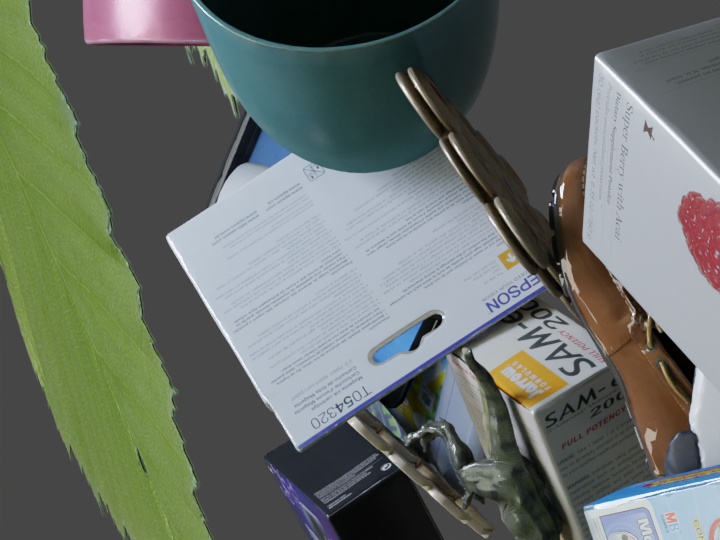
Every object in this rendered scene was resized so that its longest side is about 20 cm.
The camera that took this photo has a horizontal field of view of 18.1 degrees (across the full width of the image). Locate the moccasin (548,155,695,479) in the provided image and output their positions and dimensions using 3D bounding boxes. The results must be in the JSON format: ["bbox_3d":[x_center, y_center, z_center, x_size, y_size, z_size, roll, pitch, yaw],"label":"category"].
[{"bbox_3d":[0.169,0.027,1.294,0.078,0.074,0.202,-23,88,31],"label":"moccasin"}]

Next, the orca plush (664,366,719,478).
[{"bbox_3d":[0.238,0.123,1.246,0.105,0.071,0.200,-31,81,25],"label":"orca plush"}]

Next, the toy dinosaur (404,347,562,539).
[{"bbox_3d":[0.079,0.123,1.375,0.088,0.047,0.200,10,129,53],"label":"toy dinosaur"}]

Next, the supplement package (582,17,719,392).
[{"bbox_3d":[0.207,-0.020,1.073,0.200,0.120,0.121,52,152,44],"label":"supplement package"}]

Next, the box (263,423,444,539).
[{"bbox_3d":[0.017,0.229,1.824,0.200,0.079,0.141,63,169,-25],"label":"box"}]

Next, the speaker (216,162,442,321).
[{"bbox_3d":[0.000,-0.019,1.556,0.200,0.081,0.081,13,128,24],"label":"speaker"}]

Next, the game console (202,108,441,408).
[{"bbox_3d":[-0.020,-0.025,1.625,0.118,0.171,0.200,-93,23,-56],"label":"game console"}]

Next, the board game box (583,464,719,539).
[{"bbox_3d":[0.233,0.192,1.166,0.196,0.056,0.200,-19,89,44],"label":"board game box"}]

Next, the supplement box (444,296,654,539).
[{"bbox_3d":[0.138,0.129,1.423,0.126,0.073,0.200,37,153,59],"label":"supplement box"}]

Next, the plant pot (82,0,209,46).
[{"bbox_3d":[-0.104,-0.252,1.653,0.200,0.200,0.179,-166,75,-68],"label":"plant pot"}]

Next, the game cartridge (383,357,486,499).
[{"bbox_3d":[0.048,0.058,1.675,0.200,0.040,0.133,48,137,41],"label":"game cartridge"}]

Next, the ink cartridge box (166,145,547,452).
[{"bbox_3d":[0.000,0.000,1.474,0.200,0.196,0.043,57,179,32],"label":"ink cartridge box"}]

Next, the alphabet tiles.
[{"bbox_3d":[0.018,0.124,1.696,0.200,0.015,0.196,42,179,-16],"label":"alphabet tiles"}]

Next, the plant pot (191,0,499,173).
[{"bbox_3d":[-0.003,-0.158,1.437,0.201,0.200,0.161,57,167,37],"label":"plant pot"}]

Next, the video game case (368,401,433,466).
[{"bbox_3d":[0.021,0.064,1.819,0.182,0.023,0.200,136,114,-70],"label":"video game case"}]

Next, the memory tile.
[{"bbox_3d":[0.092,-0.039,1.369,0.153,0.017,0.200,58,-171,25],"label":"memory tile"}]
